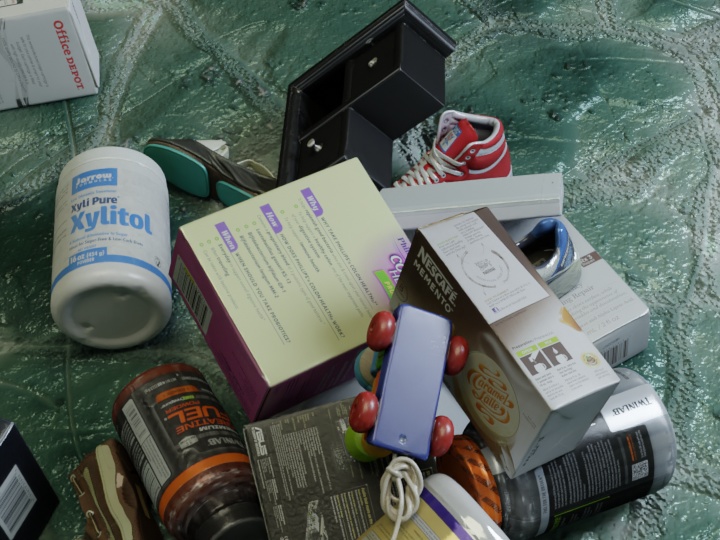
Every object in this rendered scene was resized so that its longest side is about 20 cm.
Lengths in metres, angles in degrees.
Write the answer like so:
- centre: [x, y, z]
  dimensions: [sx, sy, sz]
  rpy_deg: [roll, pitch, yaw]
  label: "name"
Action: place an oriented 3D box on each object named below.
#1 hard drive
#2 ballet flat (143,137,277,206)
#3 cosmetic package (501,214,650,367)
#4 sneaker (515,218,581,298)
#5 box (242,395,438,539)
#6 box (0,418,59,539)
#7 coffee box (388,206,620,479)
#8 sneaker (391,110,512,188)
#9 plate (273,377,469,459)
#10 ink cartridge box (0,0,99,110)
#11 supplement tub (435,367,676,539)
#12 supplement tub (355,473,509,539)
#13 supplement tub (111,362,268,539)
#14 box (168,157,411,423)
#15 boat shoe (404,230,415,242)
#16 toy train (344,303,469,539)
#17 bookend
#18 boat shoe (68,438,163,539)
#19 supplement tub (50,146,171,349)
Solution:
- centre: [0.112, -0.072, 1.352]
  dimensions: [0.199, 0.026, 0.132]
  rpy_deg: [-4, 14, 11]
  label: "hard drive"
- centre: [-0.165, -0.114, 1.538]
  dimensions: [0.199, 0.068, 0.068]
  rpy_deg: [29, 50, 17]
  label: "ballet flat"
- centre: [0.207, 0.019, 1.355]
  dimensions: [0.101, 0.074, 0.200]
  rpy_deg: [-27, 53, -13]
  label: "cosmetic package"
- centre: [0.135, 0.017, 1.271]
  dimensions: [0.200, 0.085, 0.077]
  rpy_deg: [-42, 55, -19]
  label: "sneaker"
- centre: [-0.004, 0.219, 1.163]
  dimensions: [0.163, 0.086, 0.201]
  rpy_deg: [-15, 79, -2]
  label: "box"
- centre: [-0.424, 0.204, 1.259]
  dimensions: [0.199, 0.149, 0.107]
  rpy_deg: [13, 54, 20]
  label: "box"
- centre: [0.118, 0.059, 1.100]
  dimensions: [0.079, 0.115, 0.200]
  rpy_deg: [-19, 60, -29]
  label: "coffee box"
- centre: [0.080, -0.109, 1.454]
  dimensions: [0.199, 0.113, 0.071]
  rpy_deg: [-27, 51, -13]
  label: "sneaker"
- centre: [0.029, 0.155, 1.253]
  dimensions: [0.199, 0.032, 0.200]
  rpy_deg: [-40, 73, -16]
  label: "plate"
- centre: [-0.455, -0.294, 1.677]
  dimensions: [0.199, 0.146, 0.085]
  rpy_deg: [-10, 48, 0]
  label: "ink cartridge box"
- centre: [0.178, 0.172, 1.179]
  dimensions: [0.199, 0.123, 0.123]
  rpy_deg: [-15, 49, -19]
  label: "supplement tub"
- centre: [0.036, 0.279, 1.033]
  dimensions: [0.200, 0.146, 0.145]
  rpy_deg: [-40, 54, -7]
  label: "supplement tub"
- centre: [-0.161, 0.192, 1.253]
  dimensions: [0.107, 0.107, 0.200]
  rpy_deg: [-27, 52, -13]
  label: "supplement tub"
- centre: [-0.052, 0.017, 1.216]
  dimensions: [0.199, 0.097, 0.176]
  rpy_deg: [-24, 71, -25]
  label: "box"
- centre: [-0.005, -0.001, 1.340]
  dimensions: [0.074, 0.086, 0.202]
  rpy_deg: [23, 57, 25]
  label: "boat shoe"
- centre: [0.019, 0.138, 1.064]
  dimensions: [0.084, 0.116, 0.201]
  rpy_deg: [19, 67, -14]
  label: "toy train"
- centre: [0.007, -0.170, 1.468]
  dimensions: [0.198, 0.092, 0.201]
  rpy_deg: [-30, 40, 35]
  label: "bookend"
- centre: [-0.236, 0.261, 1.240]
  dimensions: [0.075, 0.075, 0.203]
  rpy_deg: [-30, 45, 2]
  label: "boat shoe"
- centre: [-0.278, -0.025, 1.435]
  dimensions: [0.131, 0.132, 0.201]
  rpy_deg: [-11, 51, 1]
  label: "supplement tub"
